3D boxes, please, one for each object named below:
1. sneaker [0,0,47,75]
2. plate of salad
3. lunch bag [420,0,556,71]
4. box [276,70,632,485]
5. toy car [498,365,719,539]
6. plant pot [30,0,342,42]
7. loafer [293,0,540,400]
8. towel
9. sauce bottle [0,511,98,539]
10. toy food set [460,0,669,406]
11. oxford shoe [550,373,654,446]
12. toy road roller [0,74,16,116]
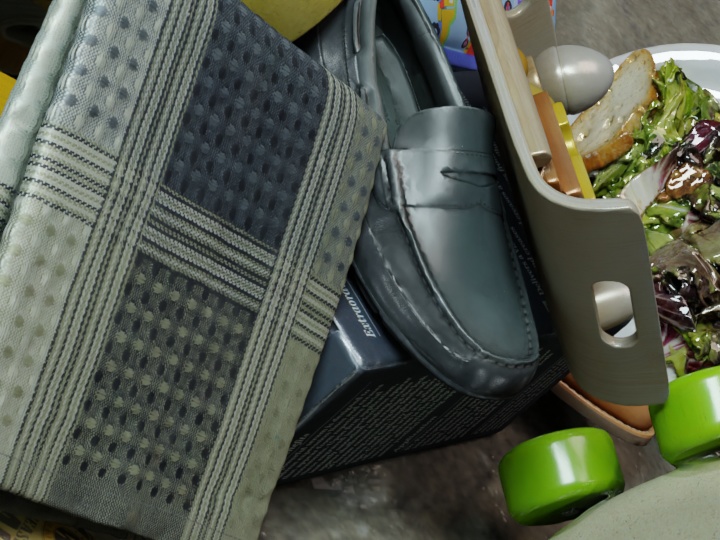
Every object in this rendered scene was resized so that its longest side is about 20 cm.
[{"bbox_3d":[-0.187,-0.130,0.935,0.200,0.075,0.088,3,41,-51],"label":"sneaker"},{"bbox_3d":[0.170,-0.031,1.093,0.200,0.200,0.048,60,-2,21],"label":"plate of salad"},{"bbox_3d":[0.033,-0.172,1.020,0.200,0.094,0.151,2,90,-73],"label":"lunch bag"},{"bbox_3d":[0.000,0.000,0.946,0.200,0.107,0.149,-7,60,-48],"label":"box"},{"bbox_3d":[0.179,0.149,0.955,0.200,0.158,0.165,13,57,-52],"label":"toy car"},{"bbox_3d":[-0.074,-0.166,0.874,0.142,0.200,0.200,56,29,-28],"label":"plant pot"},{"bbox_3d":[0.026,-0.040,0.859,0.068,0.070,0.201,5,51,-41],"label":"loafer"},{"bbox_3d":[-0.072,0.000,0.753,0.193,0.034,0.200,33,72,-55],"label":"towel"},{"bbox_3d":[-0.127,0.110,0.750,0.200,0.066,0.066,36,37,-13],"label":"sauce bottle"},{"bbox_3d":[0.089,-0.060,0.883,0.144,0.060,0.200,70,4,-54],"label":"toy food set"},{"bbox_3d":[0.093,-0.001,1.052,0.200,0.071,0.071,53,19,14],"label":"oxford shoe"},{"bbox_3d":[-0.193,-0.052,0.790,0.200,0.123,0.146,29,27,-24],"label":"toy road roller"}]
